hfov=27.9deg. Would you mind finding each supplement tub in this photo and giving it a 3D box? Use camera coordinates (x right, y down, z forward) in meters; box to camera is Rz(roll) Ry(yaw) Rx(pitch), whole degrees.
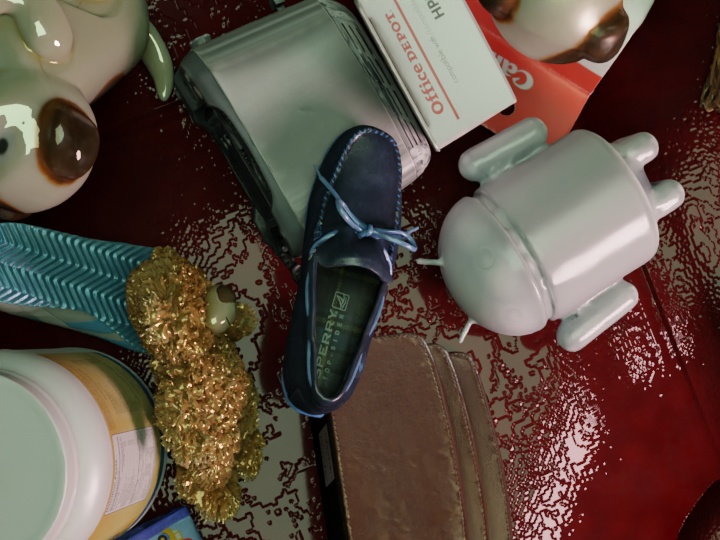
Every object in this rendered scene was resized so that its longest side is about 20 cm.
[{"bbox_3d":[-0.219,0.125,0.962,0.143,0.200,0.146,0,88,8],"label":"supplement tub"}]

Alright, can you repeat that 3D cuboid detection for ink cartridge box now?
[{"bbox_3d":[0.051,-0.154,1.014,0.066,0.200,0.116,-29,98,5],"label":"ink cartridge box"},{"bbox_3d":[0.133,-0.209,1.118,0.161,0.050,0.201,30,80,-5],"label":"ink cartridge box"}]

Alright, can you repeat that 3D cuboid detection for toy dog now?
[{"bbox_3d":[0.161,-0.239,1.007,0.139,0.194,0.201,26,84,-17],"label":"toy dog"},{"bbox_3d":[-0.226,-0.132,1.001,0.194,0.139,0.201,42,42,-39],"label":"toy dog"}]

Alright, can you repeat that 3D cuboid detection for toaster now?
[{"bbox_3d":[-0.038,-0.100,1.056,0.129,0.114,0.201,-32,93,-11],"label":"toaster"}]

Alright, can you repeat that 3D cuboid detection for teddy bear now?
[{"bbox_3d":[-0.103,0.080,1.011,0.066,0.145,0.202,1,104,25],"label":"teddy bear"}]

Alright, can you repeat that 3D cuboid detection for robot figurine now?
[{"bbox_3d":[0.141,-0.027,1.076,0.199,0.113,0.170,-30,90,-9],"label":"robot figurine"}]

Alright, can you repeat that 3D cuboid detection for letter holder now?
[{"bbox_3d":[0.046,0.152,1.041,0.141,0.101,0.202,-6,75,-10],"label":"letter holder"}]

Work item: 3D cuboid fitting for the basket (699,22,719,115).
[{"bbox_3d":[0.368,-0.204,1.103,0.148,0.143,0.202,15,85,-6],"label":"basket"}]

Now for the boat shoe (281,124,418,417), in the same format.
[{"bbox_3d":[0.000,0.000,0.975,0.083,0.069,0.202,8,83,-16],"label":"boat shoe"}]

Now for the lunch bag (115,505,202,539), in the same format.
[{"bbox_3d":[-0.170,0.275,1.042,0.199,0.094,0.152,-27,93,-22],"label":"lunch bag"}]

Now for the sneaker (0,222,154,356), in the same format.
[{"bbox_3d":[-0.194,0.011,1.050,0.199,0.081,0.077,21,82,-26],"label":"sneaker"}]
